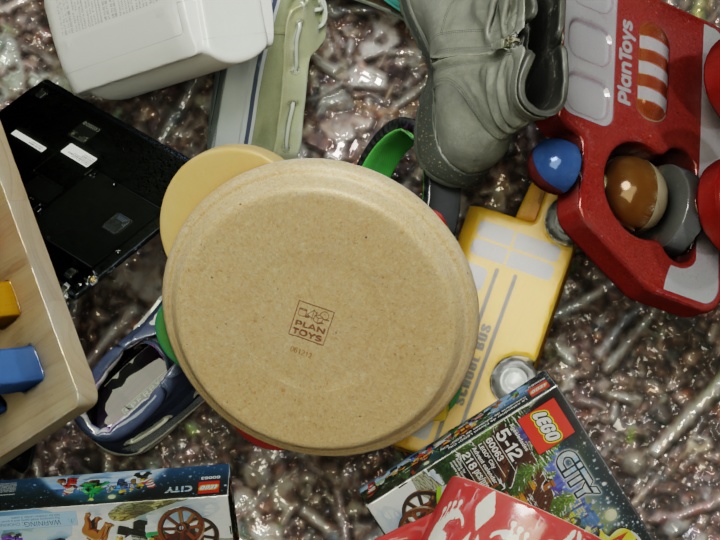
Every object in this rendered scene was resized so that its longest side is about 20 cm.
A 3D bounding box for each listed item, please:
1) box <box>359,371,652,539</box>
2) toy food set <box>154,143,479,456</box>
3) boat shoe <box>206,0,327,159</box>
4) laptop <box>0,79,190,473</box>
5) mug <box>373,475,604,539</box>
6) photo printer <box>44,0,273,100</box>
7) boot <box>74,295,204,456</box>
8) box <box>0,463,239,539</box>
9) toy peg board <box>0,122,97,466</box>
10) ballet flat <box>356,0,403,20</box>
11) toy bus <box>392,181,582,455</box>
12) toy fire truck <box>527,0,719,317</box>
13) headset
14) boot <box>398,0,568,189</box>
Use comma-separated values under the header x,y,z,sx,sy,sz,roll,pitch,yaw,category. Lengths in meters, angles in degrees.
x,y,z,sx,sy,sz,roll,pitch,yaw,category
0.109,0.182,1.656,0.137,0.038,0.200,-33,105,1,box
-0.027,0.023,1.619,0.200,0.049,0.198,5,113,8,toy food set
-0.053,-0.157,1.711,0.062,0.072,0.200,5,122,-13,boat shoe
-0.206,-0.001,1.712,0.177,0.103,0.200,29,58,36,laptop
0.044,0.221,1.546,0.177,0.133,0.200,27,84,-18,mug
-0.138,-0.196,1.691,0.069,0.200,0.167,-10,89,-33,photo printer
-0.099,0.038,1.702,0.073,0.090,0.200,40,86,7,boot
-0.172,0.194,1.676,0.200,0.038,0.137,-5,117,3,box
-0.285,0.032,1.649,0.200,0.098,0.199,-33,72,39,toy peg board
0.011,-0.205,1.739,0.200,0.064,0.067,29,124,-4,ballet flat
0.088,0.029,1.708,0.078,0.065,0.200,18,84,7,toy bus
0.170,-0.079,1.648,0.168,0.112,0.200,19,66,-31,toy fire truck
0.000,0.000,1.685,0.094,0.123,0.200,11,102,-24,headset
0.083,-0.157,1.621,0.068,0.131,0.200,9,61,-26,boot
